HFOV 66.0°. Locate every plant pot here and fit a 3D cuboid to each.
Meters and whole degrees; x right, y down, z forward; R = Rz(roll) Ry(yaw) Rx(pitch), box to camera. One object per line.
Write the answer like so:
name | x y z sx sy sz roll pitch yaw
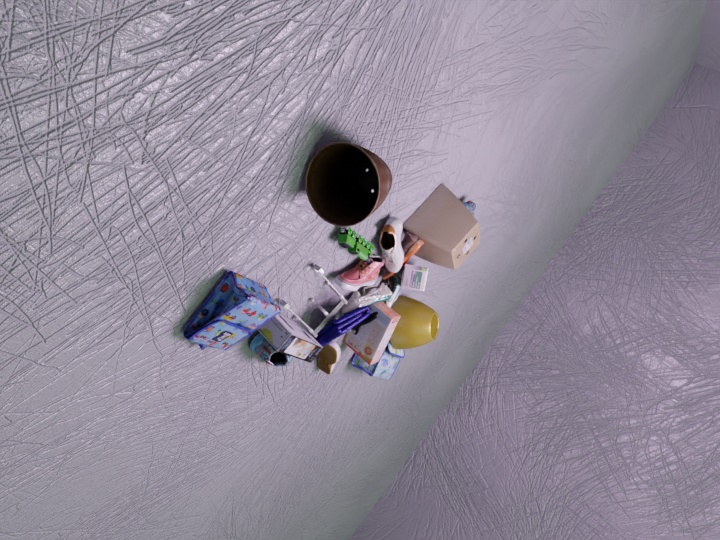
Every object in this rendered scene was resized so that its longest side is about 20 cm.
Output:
plant pot | -0.002 -0.213 1.321 0.200 0.186 0.188 -29 147 -62
plant pot | 0.207 0.198 2.032 0.200 0.141 0.201 -15 107 -62
plant pot | 0.282 -0.122 1.824 0.200 0.177 0.200 -46 152 -10

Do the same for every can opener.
can opener | -0.006 0.155 1.772 0.200 0.063 0.079 142 -38 -62

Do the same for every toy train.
toy train | -0.012 -0.070 1.569 0.200 0.042 0.057 34 59 -62

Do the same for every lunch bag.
lunch bag | -0.317 0.113 1.319 0.200 0.094 0.150 -42 154 7
lunch bag | 0.085 0.301 2.089 0.201 0.127 0.170 -64 150 -4

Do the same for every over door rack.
over door rack | -0.134 0.083 1.567 0.148 0.067 0.200 -48 140 -11

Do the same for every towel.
towel | -0.069 0.171 1.690 0.147 0.050 0.200 -33 178 -39

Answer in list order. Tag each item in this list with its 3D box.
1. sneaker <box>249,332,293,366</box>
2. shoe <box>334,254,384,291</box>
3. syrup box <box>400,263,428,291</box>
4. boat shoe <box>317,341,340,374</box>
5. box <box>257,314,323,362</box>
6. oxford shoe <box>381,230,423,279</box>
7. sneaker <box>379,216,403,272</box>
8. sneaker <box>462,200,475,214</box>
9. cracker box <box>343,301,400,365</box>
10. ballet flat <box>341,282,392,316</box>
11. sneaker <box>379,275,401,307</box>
sneaker | -0.236 0.244 1.556 0.079 0.095 0.200 -50 152 -3
shoe | 0.000 0.000 1.663 0.200 0.071 0.091 -9 129 -59
syrup box | 0.184 0.026 1.860 0.200 0.081 0.079 18 82 -84
boat shoe | -0.098 0.273 1.829 0.069 0.071 0.200 -51 171 -31
box | -0.197 0.181 1.526 0.060 0.117 0.200 -49 154 0
oxford shoe | 0.121 -0.049 1.797 0.200 0.073 0.071 -49 174 32
sneaker | 0.085 -0.063 1.698 0.085 0.073 0.201 -51 147 -42
sneaker | 0.377 -0.165 2.007 0.095 0.079 0.201 -38 152 -34
cracker box | 0.036 0.198 1.871 0.058 0.134 0.201 -12 133 -50
ballet flat | 0.011 0.090 1.782 0.199 0.072 0.072 -19 139 -32
sneaker | 0.091 0.108 1.913 0.086 0.078 0.201 -2 125 -59
